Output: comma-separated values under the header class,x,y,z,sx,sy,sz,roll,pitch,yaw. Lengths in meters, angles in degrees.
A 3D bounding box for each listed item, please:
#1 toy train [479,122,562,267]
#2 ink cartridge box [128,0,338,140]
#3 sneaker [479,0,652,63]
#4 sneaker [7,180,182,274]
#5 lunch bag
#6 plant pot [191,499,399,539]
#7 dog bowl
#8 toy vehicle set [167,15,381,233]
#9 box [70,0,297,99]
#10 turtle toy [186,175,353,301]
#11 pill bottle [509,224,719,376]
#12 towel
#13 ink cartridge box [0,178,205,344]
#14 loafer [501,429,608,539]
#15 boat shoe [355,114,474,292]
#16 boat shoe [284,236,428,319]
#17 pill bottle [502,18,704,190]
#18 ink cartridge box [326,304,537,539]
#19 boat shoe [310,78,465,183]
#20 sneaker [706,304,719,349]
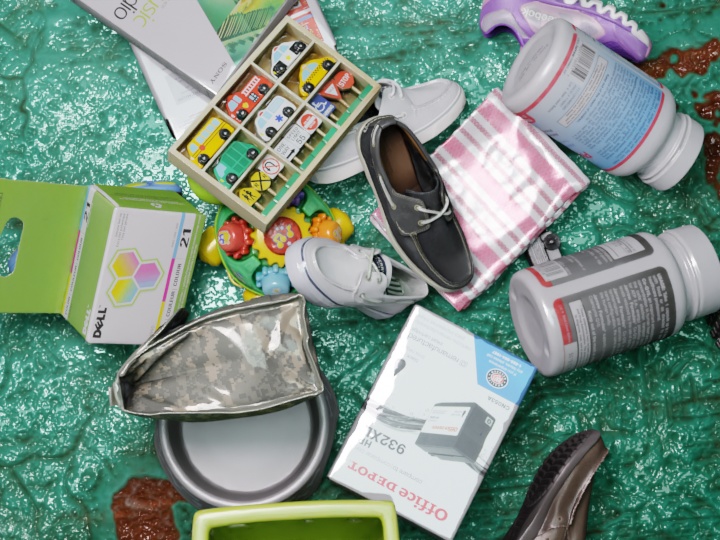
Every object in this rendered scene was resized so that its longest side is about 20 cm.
class,x,y,z,sx,sy,sz,roll,pitch,yaw
toy train,0.171,-0.078,1.656,0.046,0.034,0.201,-22,82,7
ink cartridge box,-0.131,-0.227,1.648,0.199,0.084,0.176,-23,82,-4
sneaker,0.213,-0.258,1.665,0.199,0.080,0.089,23,88,8
sneaker,-0.273,-0.033,1.632,0.199,0.071,0.083,-32,98,-5
lunch bag,-0.142,0.091,1.500,0.199,0.164,0.118,-13,87,-3
plant pot,-0.058,0.328,1.514,0.198,0.182,0.201,-3,82,0
dog bowl,-0.119,0.160,1.602,0.199,0.059,0.201,0,81,0
toy vehicle set,-0.085,-0.149,1.555,0.124,0.027,0.200,36,68,5
box,-0.184,-0.287,1.597,0.200,0.036,0.145,35,83,6
turtle toy,-0.102,-0.052,1.600,0.146,0.101,0.200,-45,97,-7
pill bottle,0.264,0.028,1.593,0.199,0.114,0.114,-17,82,-12
towel,0.125,-0.075,1.632,0.200,0.030,0.146,-45,80,5
ink cartridge box,-0.272,-0.006,1.544,0.199,0.076,0.148,3,110,-36
loafer,0.202,0.257,1.591,0.071,0.073,0.200,32,87,-6
boat shoe,0.060,-0.066,1.577,0.072,0.068,0.201,-31,101,-19
boat shoe,0.000,0.000,1.558,0.067,0.200,0.074,-21,73,26
pill bottle,0.256,-0.168,1.614,0.200,0.109,0.109,31,82,-15
ink cartridge box,0.072,0.159,1.590,0.145,0.084,0.201,27,82,3
boat shoe,0.021,-0.164,1.627,0.199,0.072,0.069,-25,124,-13
sneaker,0.430,0.079,1.619,0.085,0.078,0.201,-29,91,-12
